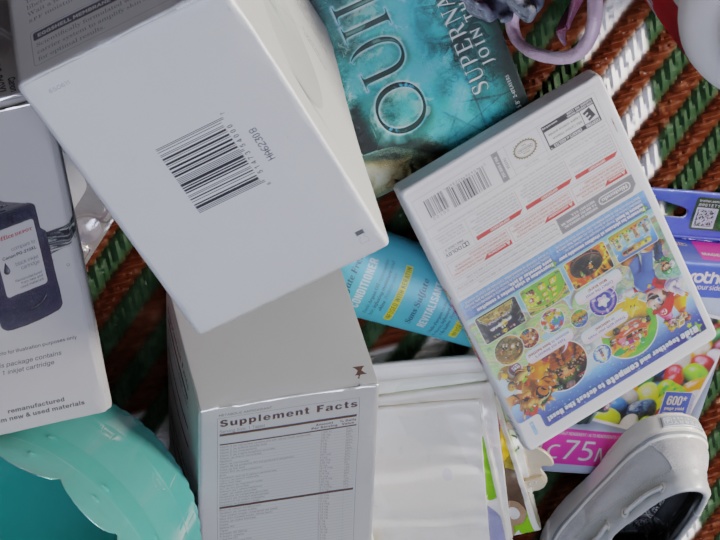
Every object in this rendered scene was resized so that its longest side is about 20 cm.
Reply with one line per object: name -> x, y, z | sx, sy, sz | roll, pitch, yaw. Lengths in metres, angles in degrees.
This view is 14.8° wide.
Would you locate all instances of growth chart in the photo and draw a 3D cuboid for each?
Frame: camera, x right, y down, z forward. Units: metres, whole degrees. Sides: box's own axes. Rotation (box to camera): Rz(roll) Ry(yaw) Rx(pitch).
growth chart -> 0.053, 0.136, 1.800 | 0.144, 0.018, 0.201 | 2, 120, 4

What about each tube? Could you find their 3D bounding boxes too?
tube -> 0.000, 0.000, 1.715 | 0.199, 0.050, 0.078 | 16, 109, -18

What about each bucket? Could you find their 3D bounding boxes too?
bucket -> -0.195, 0.172, 1.600 | 0.206, 0.135, 0.208 | 5, 108, 15

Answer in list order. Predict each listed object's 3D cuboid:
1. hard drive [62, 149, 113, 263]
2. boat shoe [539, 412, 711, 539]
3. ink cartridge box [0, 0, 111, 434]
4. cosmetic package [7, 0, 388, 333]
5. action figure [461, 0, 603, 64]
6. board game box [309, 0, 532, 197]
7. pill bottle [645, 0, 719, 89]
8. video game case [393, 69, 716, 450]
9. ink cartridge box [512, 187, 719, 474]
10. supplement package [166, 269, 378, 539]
hard drive -> -0.223, -0.034, 1.636 | 0.139, 0.038, 0.200 | 25, 110, -26
boat shoe -> 0.176, 0.174, 1.817 | 0.072, 0.069, 0.200 | 11, 139, -24
ink cartridge box -> -0.201, -0.033, 1.533 | 0.084, 0.145, 0.201 | -12, 121, -7
cosmetic package -> -0.094, -0.115, 1.485 | 0.123, 0.200, 0.200 | -25, 131, 10
action figure -> 0.141, -0.223, 1.571 | 0.200, 0.134, 0.149 | -58, 141, -7
board game box -> 0.011, -0.142, 1.639 | 0.135, 0.028, 0.200 | -25, 123, 0
pill bottle -> 0.221, -0.167, 1.579 | 0.112, 0.200, 0.113 | -7, 121, -11
video game case -> 0.122, -0.004, 1.708 | 0.143, 0.018, 0.200 | -31, 116, -7
ink cartridge box -> 0.174, 0.041, 1.787 | 0.119, 0.042, 0.201 | 5, 117, -18
supplement package -> -0.055, 0.108, 1.698 | 0.113, 0.110, 0.201 | -8, 134, -11
